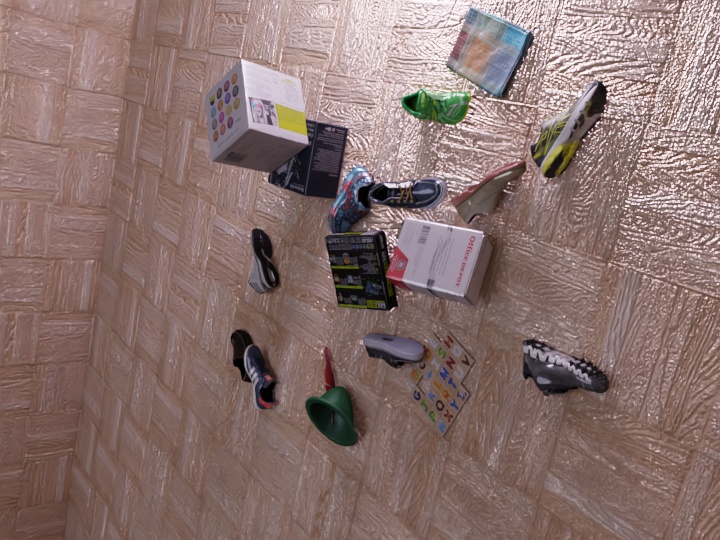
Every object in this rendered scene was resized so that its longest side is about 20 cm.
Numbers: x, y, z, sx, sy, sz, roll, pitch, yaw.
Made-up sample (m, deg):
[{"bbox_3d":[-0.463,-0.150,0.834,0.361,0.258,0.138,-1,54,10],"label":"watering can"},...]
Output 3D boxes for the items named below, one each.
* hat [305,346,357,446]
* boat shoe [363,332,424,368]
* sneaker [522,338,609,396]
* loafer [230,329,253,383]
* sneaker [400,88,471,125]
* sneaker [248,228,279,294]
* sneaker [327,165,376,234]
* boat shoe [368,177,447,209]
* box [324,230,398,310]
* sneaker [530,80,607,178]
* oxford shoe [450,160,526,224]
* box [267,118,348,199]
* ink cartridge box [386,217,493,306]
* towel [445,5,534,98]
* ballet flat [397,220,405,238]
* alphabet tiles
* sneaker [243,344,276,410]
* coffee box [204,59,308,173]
[{"bbox_3d":[-0.043,0.340,1.802,0.163,0.176,0.203,-10,119,45],"label":"hat"},{"bbox_3d":[0.081,0.206,1.635,0.197,0.069,0.068,8,112,45],"label":"boat shoe"},{"bbox_3d":[0.390,0.208,1.286,0.198,0.065,0.093,24,109,50],"label":"sneaker"},{"bbox_3d":[-0.380,0.274,2.143,0.074,0.070,0.202,-55,52,31],"label":"loafer"},{"bbox_3d":[0.171,-0.379,1.537,0.197,0.082,0.076,11,96,47],"label":"sneaker"},{"bbox_3d":[-0.329,-0.022,2.093,0.114,0.074,0.206,-30,69,41],"label":"sneaker"},{"bbox_3d":[-0.019,-0.167,1.749,0.095,0.078,0.204,40,117,39],"label":"sneaker"},{"bbox_3d":[0.111,-0.182,1.592,0.197,0.089,0.073,-5,85,48],"label":"boat shoe"},{"bbox_3d":[0.000,0.000,1.708,0.197,0.047,0.198,0,107,48],"label":"box"},{"bbox_3d":[0.395,-0.283,1.288,0.085,0.073,0.202,52,125,36],"label":"sneaker"},{"bbox_3d":[0.286,-0.168,1.427,0.199,0.070,0.075,-32,86,46],"label":"oxford shoe"},{"bbox_3d":[-0.150,-0.322,1.871,0.198,0.122,0.202,22,107,46],"label":"box"},{"bbox_3d":[0.175,-0.020,1.457,0.196,0.083,0.150,14,78,32],"label":"ink cartridge box"},{"bbox_3d":[0.279,-0.484,1.466,0.200,0.021,0.149,44,120,40],"label":"towel"},{"bbox_3d":[0.145,-0.028,1.575,0.202,0.066,0.076,60,149,30],"label":"ballet flat"},{"bbox_3d":[0.189,0.254,1.551,0.168,0.007,0.203,48,123,38],"label":"alphabet tiles"},{"bbox_3d":[-0.302,0.326,2.056,0.084,0.074,0.206,-20,83,47],"label":"sneaker"},{"bbox_3d":[-0.280,-0.406,1.782,0.197,0.197,0.203,-23,70,44],"label":"coffee box"}]
